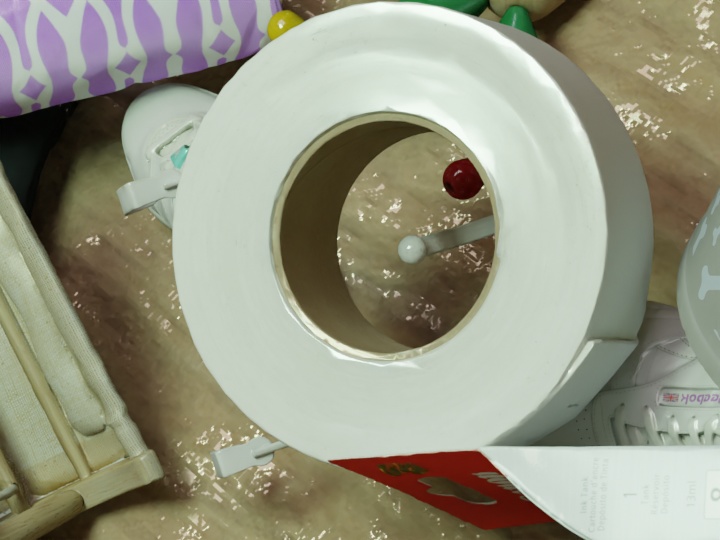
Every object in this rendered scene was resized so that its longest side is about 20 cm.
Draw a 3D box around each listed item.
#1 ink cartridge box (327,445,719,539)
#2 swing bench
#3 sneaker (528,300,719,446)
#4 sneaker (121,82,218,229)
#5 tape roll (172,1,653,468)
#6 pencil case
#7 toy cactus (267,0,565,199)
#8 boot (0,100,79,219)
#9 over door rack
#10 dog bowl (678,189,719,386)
[{"bbox_3d":[0.107,0.109,1.148,0.200,0.160,0.047,-4,73,27],"label":"ink cartridge box"},{"bbox_3d":[-0.233,0.059,1.328,0.200,0.199,0.130,-27,1,-42],"label":"swing bench"},{"bbox_3d":[0.149,0.059,1.207,0.200,0.075,0.100,-15,31,22],"label":"sneaker"},{"bbox_3d":[-0.075,-0.044,1.412,0.075,0.088,0.200,-40,48,3],"label":"sneaker"},{"bbox_3d":[0.023,-0.013,1.208,0.202,0.071,0.203,-1,88,22],"label":"tape roll"},{"bbox_3d":[-0.135,-0.132,1.464,0.200,0.085,0.084,-12,87,-9],"label":"pencil case"},{"bbox_3d":[0.053,-0.122,1.405,0.165,0.102,0.200,-28,44,-14],"label":"toy cactus"},{"bbox_3d":[-0.252,-0.055,1.527,0.203,0.074,0.154,-6,51,22],"label":"boot"},{"bbox_3d":[0.000,0.000,1.291,0.200,0.067,0.148,-19,88,4],"label":"over door rack"},{"bbox_3d":[0.234,-0.001,1.157,0.200,0.059,0.200,3,42,-3],"label":"dog bowl"}]
